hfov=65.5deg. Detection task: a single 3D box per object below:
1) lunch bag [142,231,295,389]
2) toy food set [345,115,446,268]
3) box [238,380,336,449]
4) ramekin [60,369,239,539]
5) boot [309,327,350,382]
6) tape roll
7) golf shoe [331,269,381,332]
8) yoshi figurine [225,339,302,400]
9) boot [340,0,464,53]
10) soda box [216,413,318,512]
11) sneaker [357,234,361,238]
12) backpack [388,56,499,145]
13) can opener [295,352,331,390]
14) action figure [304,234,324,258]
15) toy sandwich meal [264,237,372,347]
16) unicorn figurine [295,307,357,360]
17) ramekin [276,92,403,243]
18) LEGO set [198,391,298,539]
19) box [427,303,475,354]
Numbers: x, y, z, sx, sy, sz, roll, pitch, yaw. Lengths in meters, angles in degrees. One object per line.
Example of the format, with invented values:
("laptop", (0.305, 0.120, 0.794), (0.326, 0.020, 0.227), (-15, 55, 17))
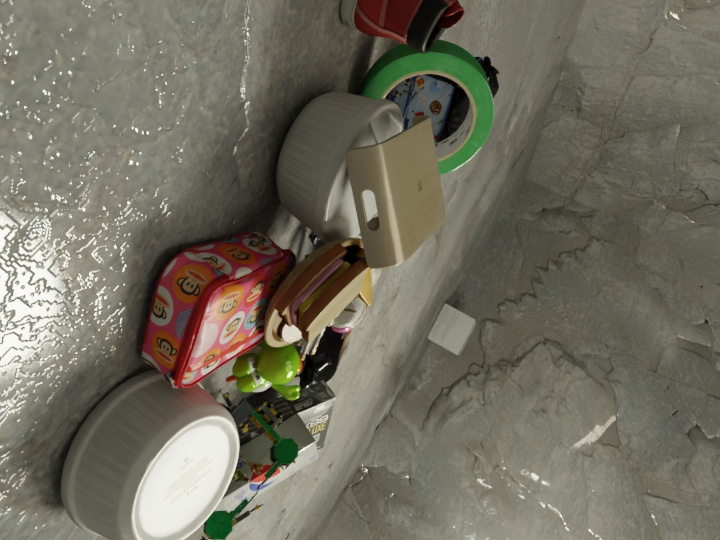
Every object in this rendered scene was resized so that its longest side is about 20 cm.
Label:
("lunch bag", (-0.172, 0.051, 0.683), (0.200, 0.082, 0.177), (-31, 149, -62))
("toy food set", (0.049, -0.107, 0.715), (0.200, 0.060, 0.145), (-43, 127, -53))
("box", (-0.150, 0.302, 1.038), (0.199, 0.050, 0.159), (-15, 136, -34))
("ramekin", (-0.230, 0.225, 0.655), (0.202, 0.094, 0.204), (-36, 134, -48))
("boot", (-0.044, 0.138, 1.264), (0.200, 0.068, 0.190), (-45, 149, -64))
("tape roll", (0.095, -0.235, 0.832), (0.048, 0.198, 0.201), (-86, -175, -46))
("golf shoe", (-0.018, 0.029, 1.117), (0.092, 0.075, 0.201), (76, 28, -46))
("yoshi figurine", (-0.122, 0.135, 0.844), (0.112, 0.112, 0.200), (-55, 176, 8))
("boot", (0.077, -0.369, 0.665), (0.072, 0.143, 0.201), (-11, 125, -67))
("soda box", (-0.172, 0.330, 0.945), (0.199, 0.068, 0.064), (-26, 141, -21))
("sneaker", (0.000, 0.000, 1.021), (0.200, 0.071, 0.114), (15, 71, -64))
("backpack", (0.126, -0.269, 0.956), (0.200, 0.153, 0.192), (-35, 140, -52))
("can opener", (-0.105, 0.181, 1.044), (0.079, 0.063, 0.200), (-44, 176, 2))
("action figure", (-0.063, -0.013, 0.883), (0.201, 0.069, 0.130), (-59, -176, 20))
("toy sandwich meal", (-0.042, 0.039, 0.731), (0.205, 0.070, 0.206), (-42, 160, -19))
("unicorn figurine", (-0.081, 0.093, 1.013), (0.138, 0.073, 0.200), (-62, -169, 6))
("ramekin", (-0.029, -0.143, 0.752), (0.203, 0.094, 0.203), (-53, 161, -28))
("LEGO set", (-0.196, 0.292, 0.831), (0.200, 0.153, 0.116), (-52, -179, -31))
("box", (0.457, 0.296, 2.783), (0.201, 0.170, 0.199), (-62, 163, -3))
